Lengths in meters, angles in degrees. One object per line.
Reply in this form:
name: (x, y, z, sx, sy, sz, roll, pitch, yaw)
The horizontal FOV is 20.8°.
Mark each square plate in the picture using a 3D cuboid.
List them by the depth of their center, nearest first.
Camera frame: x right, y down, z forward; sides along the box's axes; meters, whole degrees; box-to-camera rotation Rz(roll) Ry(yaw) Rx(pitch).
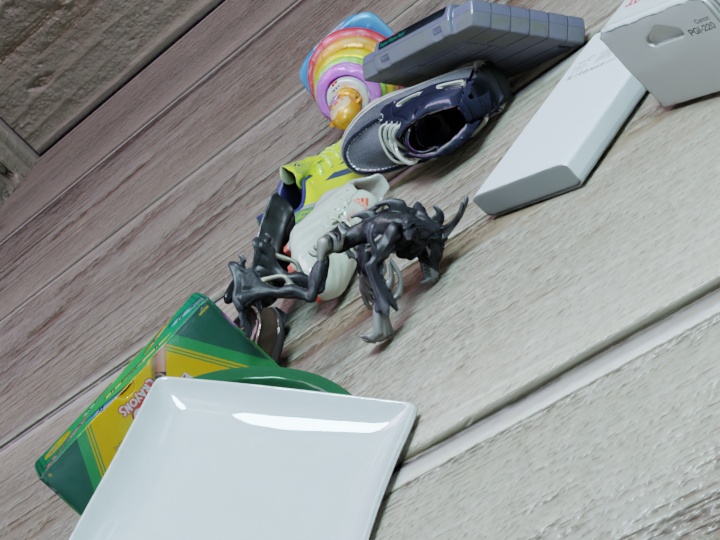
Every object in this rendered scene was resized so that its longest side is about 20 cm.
square plate: (-0.077, 0.149, 1.344, 0.199, 0.029, 0.198, 5, 36, 14)

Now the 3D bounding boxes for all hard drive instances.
hard drive: (0.183, -0.133, 1.586, 0.200, 0.027, 0.132, -52, 17, -27)

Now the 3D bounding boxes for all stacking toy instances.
stacking toy: (-0.010, -0.187, 2.064, 0.116, 0.110, 0.200, -40, 11, 18)

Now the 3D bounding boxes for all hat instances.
hat: (-0.090, 0.189, 1.477, 0.199, 0.177, 0.166, -1, 31, 3)

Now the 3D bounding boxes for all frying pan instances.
frying pan: (-0.086, -0.019, 1.781, 0.190, 0.031, 0.115, 43, -122, -84)

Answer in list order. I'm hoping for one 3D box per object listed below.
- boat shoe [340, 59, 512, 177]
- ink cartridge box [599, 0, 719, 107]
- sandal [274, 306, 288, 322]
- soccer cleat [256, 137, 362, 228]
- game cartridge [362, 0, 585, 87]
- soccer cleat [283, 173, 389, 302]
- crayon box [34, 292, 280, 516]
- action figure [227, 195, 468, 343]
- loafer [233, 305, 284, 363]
boat shoe: (0.042, -0.129, 1.833, 0.200, 0.075, 0.093, -29, 10, 38)
ink cartridge box: (0.287, -0.225, 1.437, 0.200, 0.085, 0.146, -49, 15, -21)
sandal: (-0.146, 0.095, 1.836, 0.200, 0.043, 0.076, -37, 17, 29)
soccer cleat: (-0.037, -0.091, 1.955, 0.065, 0.084, 0.200, -29, 22, 47)
game cartridge: (0.101, -0.208, 1.833, 0.200, 0.129, 0.039, -19, 65, 59)
soccer cleat: (-0.018, -0.038, 1.805, 0.077, 0.069, 0.200, -36, 14, 21)
crayon box: (-0.158, 0.131, 1.624, 0.200, 0.119, 0.058, -47, 15, -7)
action figure: (0.000, 0.000, 1.599, 0.199, 0.102, 0.119, -14, 14, 11)
loafer: (-0.147, 0.104, 1.736, 0.200, 0.071, 0.073, -48, 32, 6)
